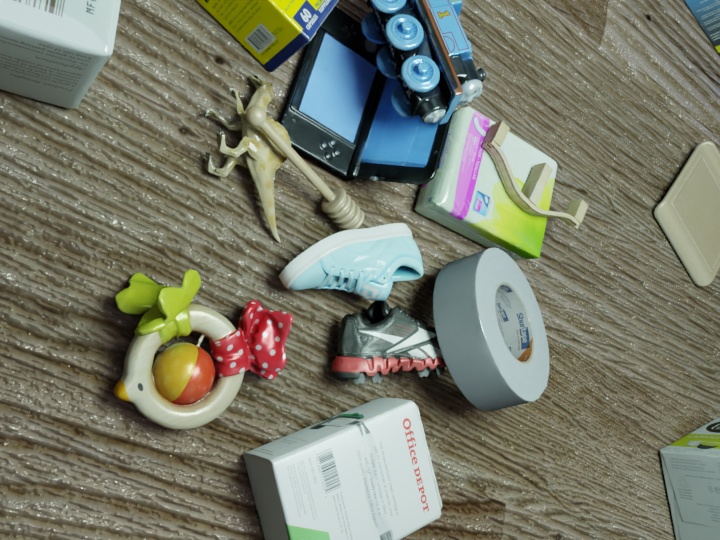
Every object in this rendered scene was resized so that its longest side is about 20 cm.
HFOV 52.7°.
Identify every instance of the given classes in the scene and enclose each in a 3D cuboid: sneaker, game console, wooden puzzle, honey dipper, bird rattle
[{"bbox_3d":[0.000,0.000,0.875,0.198,0.074,0.083,-18,68,-32],"label":"sneaker"},{"bbox_3d":[0.017,-0.223,0.899,0.174,0.116,0.203,27,71,-27],"label":"game console"},{"bbox_3d":[0.618,-0.103,1.317,0.200,0.037,0.186,-46,109,-23],"label":"wooden puzzle"},{"bbox_3d":[-0.064,-0.119,0.852,0.200,0.038,0.038,47,62,-37],"label":"honey dipper"},{"bbox_3d":[0.053,0.084,0.912,0.197,0.070,0.100,-1,87,-31],"label":"sneaker"},{"bbox_3d":[-0.175,0.088,0.776,0.199,0.112,0.165,34,79,-38],"label":"bird rattle"}]

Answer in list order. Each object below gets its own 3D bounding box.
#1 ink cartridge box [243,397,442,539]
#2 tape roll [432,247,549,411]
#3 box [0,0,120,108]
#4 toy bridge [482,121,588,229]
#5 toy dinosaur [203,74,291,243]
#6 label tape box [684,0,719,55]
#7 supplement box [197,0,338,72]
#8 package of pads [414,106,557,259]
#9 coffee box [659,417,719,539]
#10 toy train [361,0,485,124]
[{"bbox_3d":[-0.017,0.249,0.841,0.198,0.084,0.149,-15,93,-33],"label":"ink cartridge box"},{"bbox_3d":[0.174,0.076,0.948,0.199,0.065,0.203,32,48,-43],"label":"tape roll"},{"bbox_3d":[-0.326,-0.286,0.656,0.196,0.170,0.204,11,78,-30],"label":"box"},{"bbox_3d":[0.240,-0.115,1.000,0.199,0.027,0.068,37,70,-25],"label":"toy bridge"},{"bbox_3d":[-0.124,-0.135,0.835,0.100,0.058,0.204,-2,86,-33],"label":"toy dinosaur"},{"bbox_3d":[0.716,-0.490,1.357,0.200,0.143,0.064,45,62,-20],"label":"label tape box"},{"bbox_3d":[-0.126,-0.349,0.827,0.199,0.109,0.110,41,65,-21],"label":"supplement box"},{"bbox_3d":[0.181,-0.121,1.020,0.198,0.068,0.157,24,73,-29],"label":"package of pads"},{"bbox_3d":[0.641,0.365,1.177,0.195,0.199,0.204,-12,90,-33],"label":"coffee box"},{"bbox_3d":[0.076,-0.272,0.866,0.112,0.087,0.203,-17,75,-14],"label":"toy train"}]
